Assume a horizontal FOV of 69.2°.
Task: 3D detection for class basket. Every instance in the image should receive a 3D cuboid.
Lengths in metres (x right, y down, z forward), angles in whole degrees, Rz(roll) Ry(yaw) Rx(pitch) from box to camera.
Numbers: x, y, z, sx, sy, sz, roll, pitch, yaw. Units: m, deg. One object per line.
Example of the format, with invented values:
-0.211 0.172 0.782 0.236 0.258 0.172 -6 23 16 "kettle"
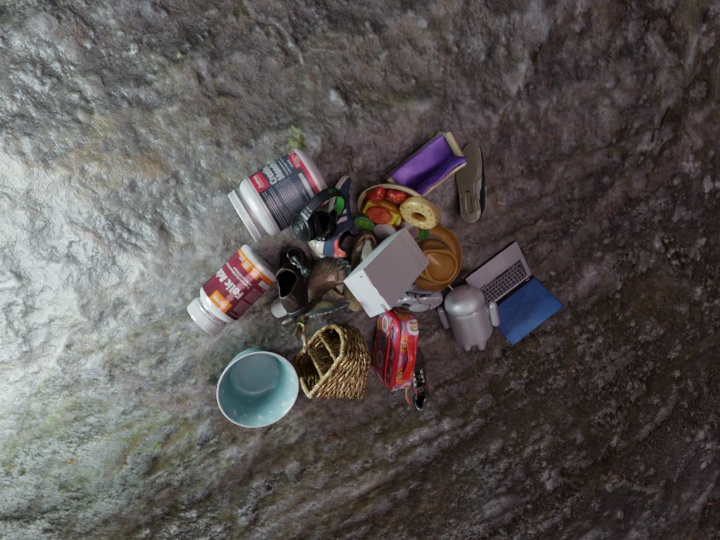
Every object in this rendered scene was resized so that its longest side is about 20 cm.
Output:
-0.074 0.212 1.295 0.147 0.200 0.145 5 105 -19 "basket"

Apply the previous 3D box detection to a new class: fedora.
0.193 -0.024 1.376 0.198 0.082 0.204 -5 107 -17 "fedora"

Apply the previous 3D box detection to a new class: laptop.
0.429 0.061 1.461 0.186 0.116 0.201 -35 113 -6 "laptop"

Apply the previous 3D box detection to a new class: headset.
-0.095 -0.088 1.159 0.201 0.094 0.123 -53 159 22 "headset"

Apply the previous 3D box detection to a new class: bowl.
-0.259 0.275 1.306 0.198 0.105 0.204 -5 108 -15 "bowl"

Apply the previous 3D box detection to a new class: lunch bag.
0.097 0.205 1.362 0.081 0.176 0.203 1 105 -18 "lunch bag"

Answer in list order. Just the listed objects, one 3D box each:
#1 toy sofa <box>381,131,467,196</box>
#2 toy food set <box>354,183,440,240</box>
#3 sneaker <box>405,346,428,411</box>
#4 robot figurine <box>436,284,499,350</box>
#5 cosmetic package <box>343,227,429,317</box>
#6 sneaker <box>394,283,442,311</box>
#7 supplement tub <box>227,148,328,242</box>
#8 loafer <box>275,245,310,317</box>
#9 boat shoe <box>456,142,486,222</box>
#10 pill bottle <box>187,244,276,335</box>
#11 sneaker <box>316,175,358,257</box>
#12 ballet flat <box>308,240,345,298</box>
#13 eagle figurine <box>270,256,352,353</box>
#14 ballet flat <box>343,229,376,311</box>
0.160 -0.253 1.290 0.199 0.098 0.083 -38 114 -3 "toy sofa"
0.085 -0.133 1.267 0.198 0.198 0.049 21 59 -7 "toy food set"
0.163 0.303 1.464 0.076 0.082 0.203 -16 110 -13 "sneaker"
0.295 0.124 1.434 0.167 0.113 0.202 -8 118 23 "robot figurine"
0.065 0.002 1.223 0.113 0.081 0.200 54 49 -8 "cosmetic package"
0.109 0.040 1.333 0.197 0.116 0.075 -3 151 9 "sneaker"
-0.182 -0.169 1.180 0.199 0.140 0.141 -32 113 -7 "supplement tub"
-0.159 0.009 1.213 0.072 0.202 0.072 -22 138 10 "loafer"
0.295 -0.230 1.370 0.067 0.071 0.203 -16 107 -51 "boat shoe"
-0.299 0.047 1.220 0.200 0.114 0.114 -45 114 -2 "pill bottle"
-0.037 -0.125 1.248 0.083 0.075 0.203 15 85 9 "sneaker"
-0.076 -0.019 1.300 0.069 0.069 0.202 -24 111 -10 "ballet flat"
-0.106 0.072 1.251 0.150 0.201 0.152 -27 72 -43 "eagle figurine"
0.000 0.000 1.283 0.069 0.065 0.203 5 90 -12 "ballet flat"
